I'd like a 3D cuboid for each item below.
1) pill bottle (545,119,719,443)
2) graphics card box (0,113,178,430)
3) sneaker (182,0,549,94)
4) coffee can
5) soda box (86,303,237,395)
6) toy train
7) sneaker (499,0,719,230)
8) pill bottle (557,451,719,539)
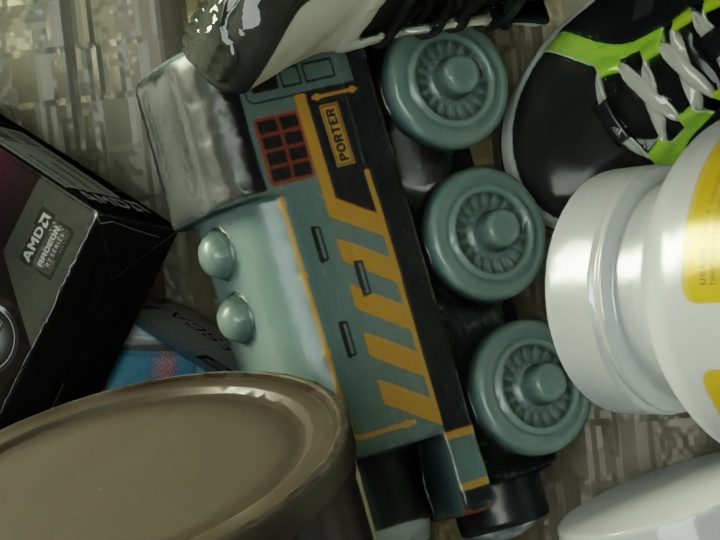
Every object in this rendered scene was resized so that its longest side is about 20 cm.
[{"bbox_3d":[0.158,0.002,0.779,0.200,0.112,0.112,-3,94,43],"label":"pill bottle"},{"bbox_3d":[-0.169,-0.007,0.905,0.200,0.051,0.125,33,100,30],"label":"graphics card box"},{"bbox_3d":[0.026,-0.105,0.823,0.080,0.200,0.074,50,144,3],"label":"sneaker"},{"bbox_3d":[-0.049,0.150,0.784,0.146,0.146,0.200,-11,110,14],"label":"coffee can"},{"bbox_3d":[-0.098,0.111,0.917,0.064,0.068,0.200,31,100,19],"label":"soda box"},{"bbox_3d":[0.000,0.000,0.861,0.114,0.085,0.200,-15,88,-29],"label":"toy train"},{"bbox_3d":[0.123,-0.087,0.847,0.200,0.083,0.072,-38,84,13],"label":"sneaker"},{"bbox_3d":[0.133,0.164,0.838,0.111,0.111,0.200,-17,96,14],"label":"pill bottle"}]
